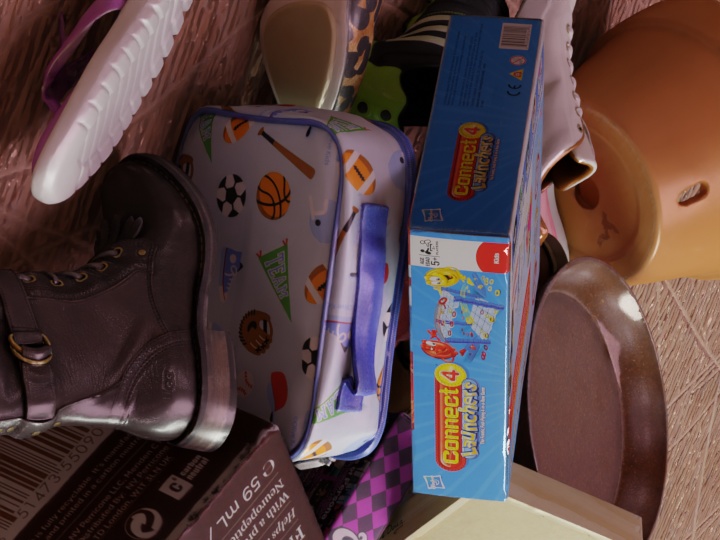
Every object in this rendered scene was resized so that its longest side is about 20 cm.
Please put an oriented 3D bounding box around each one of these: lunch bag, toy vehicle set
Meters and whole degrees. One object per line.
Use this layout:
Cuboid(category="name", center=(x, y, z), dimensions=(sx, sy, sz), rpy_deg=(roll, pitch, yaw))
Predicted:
Cuboid(category="lunch bag", center=(-0.041, 0.010, 1.412), dimensions=(0.075, 0.160, 0.200), rpy_deg=(1, 97, -45))
Cuboid(category="toy vehicle set", center=(0.060, 0.185, 1.567), dimensions=(0.200, 0.124, 0.027), rpy_deg=(-41, -145, 39))

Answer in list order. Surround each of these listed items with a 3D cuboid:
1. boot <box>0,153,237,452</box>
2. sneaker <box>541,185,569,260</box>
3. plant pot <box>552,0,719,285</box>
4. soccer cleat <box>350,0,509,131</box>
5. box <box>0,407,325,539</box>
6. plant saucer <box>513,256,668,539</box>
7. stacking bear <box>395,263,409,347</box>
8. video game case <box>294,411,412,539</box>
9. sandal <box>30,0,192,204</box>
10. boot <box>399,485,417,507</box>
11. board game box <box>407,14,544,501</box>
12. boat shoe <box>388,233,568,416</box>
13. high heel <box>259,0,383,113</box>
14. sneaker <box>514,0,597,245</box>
Cuboid(category="boot", center=(-0.158, 0.010, 1.304), dimensions=(0.174, 0.200, 0.069), rpy_deg=(7, 137, -31))
Cuboid(category="sneaker", center=(0.087, -0.034, 1.726), dimensions=(0.105, 0.075, 0.201), rpy_deg=(-37, 135, -49))
Cuboid(category="plant pot", center=(0.200, -0.076, 1.776), dimensions=(0.140, 0.200, 0.200), rpy_deg=(-24, 134, -38))
Cuboid(category="soccer cleat", center=(0.047, -0.122, 1.572), dimensions=(0.200, 0.081, 0.068), rpy_deg=(-30, 138, -51))
Cuboid(category="box", center=(-0.125, 0.176, 1.401), dimensions=(0.166, 0.164, 0.200), rpy_deg=(-49, 140, -28))
Cuboid(category="plant saucer", center=(0.140, 0.092, 1.634), dimensions=(0.200, 0.034, 0.201), rpy_deg=(16, 71, -56))
Cuboid(category="stacking bear", center=(0.000, 0.000, 1.570), dimensions=(0.114, 0.121, 0.200), rpy_deg=(69, 19, 5))
Cuboid(category="video game case", center=(-0.046, 0.175, 1.593), dimensions=(0.200, 0.036, 0.181), rpy_deg=(-58, -164, -13))
Cuboid(category="sandal", center=(-0.129, -0.117, 1.309), dimensions=(0.083, 0.050, 0.203), rpy_deg=(100, 15, -58))
Cuboid(category="boot", center=(0.079, 0.184, 1.654), dimensions=(0.096, 0.200, 0.074), rpy_deg=(-38, -173, -22))
Cuboid(category="board game box", center=(0.067, -0.009, 1.460), dimensions=(0.200, 0.056, 0.196), rpy_deg=(-77, 169, -49))
Cuboid(category="boat shoe", center=(0.049, 0.041, 1.693), dimensions=(0.068, 0.072, 0.200), rpy_deg=(-1, 139, -47))
Cuboid(category="high heel", center=(0.012, -0.168, 1.478), dimensions=(0.142, 0.071, 0.200), rpy_deg=(-22, 122, -45))
Cuboid(category="sneaker", center=(0.117, -0.101, 1.629), dimensions=(0.073, 0.085, 0.200), rpy_deg=(107, 3, -69))
